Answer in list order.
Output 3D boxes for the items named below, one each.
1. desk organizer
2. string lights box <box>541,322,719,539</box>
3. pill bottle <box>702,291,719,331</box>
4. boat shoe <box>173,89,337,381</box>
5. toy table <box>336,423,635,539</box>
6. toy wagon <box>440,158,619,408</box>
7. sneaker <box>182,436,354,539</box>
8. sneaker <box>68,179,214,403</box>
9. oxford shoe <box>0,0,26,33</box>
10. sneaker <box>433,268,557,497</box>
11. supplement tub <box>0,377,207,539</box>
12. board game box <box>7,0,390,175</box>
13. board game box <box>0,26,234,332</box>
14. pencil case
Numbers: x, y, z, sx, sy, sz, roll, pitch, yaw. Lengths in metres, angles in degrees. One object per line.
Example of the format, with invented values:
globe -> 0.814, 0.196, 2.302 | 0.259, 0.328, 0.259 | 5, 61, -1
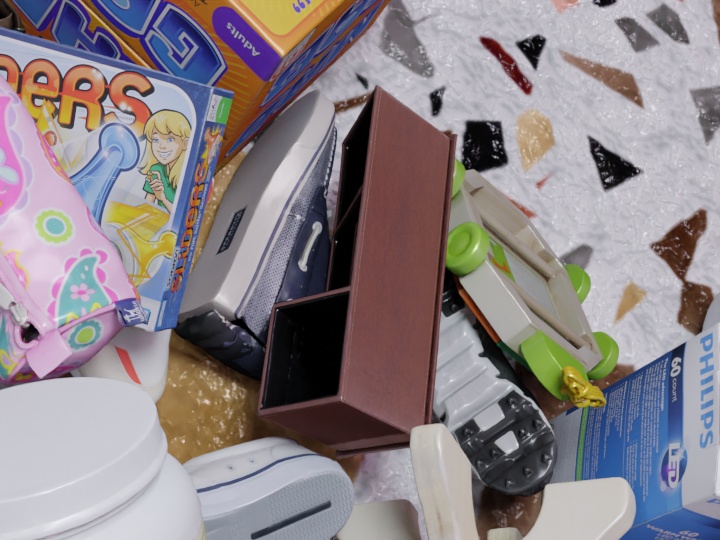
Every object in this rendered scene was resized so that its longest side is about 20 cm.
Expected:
desk organizer -> 0.000, 0.000, 0.835 | 0.077, 0.071, 0.202 | 30, 58, -42
string lights box -> 0.181, 0.117, 0.858 | 0.058, 0.200, 0.104 | 17, 63, -17
pill bottle -> 0.353, 0.052, 1.019 | 0.198, 0.104, 0.105 | -3, 70, -26
boat shoe -> -0.042, -0.015, 0.900 | 0.093, 0.074, 0.201 | 40, 56, -24
toy table -> 0.066, 0.183, 0.806 | 0.182, 0.201, 0.118 | -2, 54, 12
toy wagon -> 0.105, 0.016, 0.901 | 0.155, 0.039, 0.201 | 37, 26, -35
sneaker -> -0.102, 0.147, 0.796 | 0.198, 0.071, 0.074 | -12, 109, -30
sneaker -> -0.128, -0.018, 0.812 | 0.070, 0.093, 0.202 | 1, 82, -53
oxford shoe -> -0.224, -0.108, 0.840 | 0.072, 0.084, 0.201 | -25, 83, -35
sneaker -> 0.065, 0.066, 0.909 | 0.066, 0.091, 0.201 | -32, 63, 1
supplement tub -> -0.136, 0.167, 0.658 | 0.144, 0.145, 0.202 | -20, 113, -29
board game box -> -0.091, -0.206, 0.872 | 0.200, 0.200, 0.200 | 44, 58, -1
board game box -> -0.181, -0.060, 0.781 | 0.198, 0.034, 0.137 | 16, 96, 13
pencil case -> -0.193, -0.036, 0.723 | 0.087, 0.087, 0.201 | -29, 82, -31
